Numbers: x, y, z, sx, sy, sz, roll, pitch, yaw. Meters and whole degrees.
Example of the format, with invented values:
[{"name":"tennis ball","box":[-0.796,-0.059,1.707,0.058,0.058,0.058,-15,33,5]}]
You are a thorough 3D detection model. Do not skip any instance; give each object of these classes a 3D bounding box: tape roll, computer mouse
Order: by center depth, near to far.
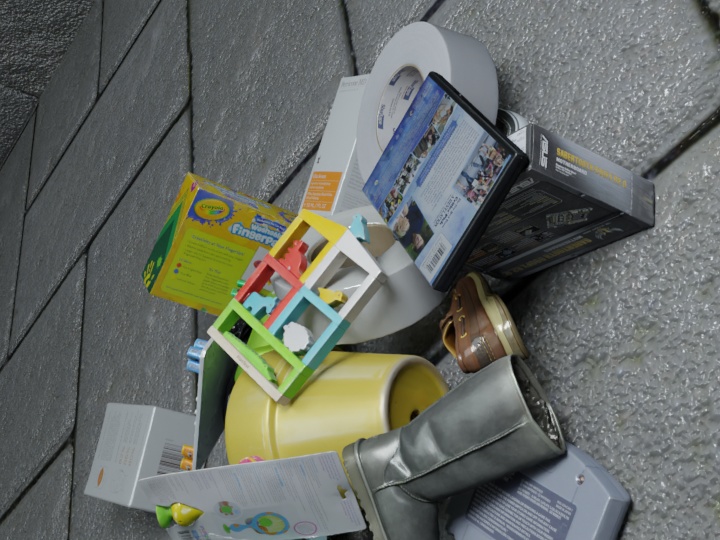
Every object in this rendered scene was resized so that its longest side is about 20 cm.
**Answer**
[{"name":"tape roll","box":[0.071,-0.174,1.210,0.200,0.066,0.201,-26,60,57]},{"name":"tape roll","box":[0.000,0.000,1.211,0.202,0.202,0.071,37,149,59]},{"name":"computer mouse","box":[-0.153,0.146,1.476,0.140,0.046,0.201,-41,-47,-68]}]

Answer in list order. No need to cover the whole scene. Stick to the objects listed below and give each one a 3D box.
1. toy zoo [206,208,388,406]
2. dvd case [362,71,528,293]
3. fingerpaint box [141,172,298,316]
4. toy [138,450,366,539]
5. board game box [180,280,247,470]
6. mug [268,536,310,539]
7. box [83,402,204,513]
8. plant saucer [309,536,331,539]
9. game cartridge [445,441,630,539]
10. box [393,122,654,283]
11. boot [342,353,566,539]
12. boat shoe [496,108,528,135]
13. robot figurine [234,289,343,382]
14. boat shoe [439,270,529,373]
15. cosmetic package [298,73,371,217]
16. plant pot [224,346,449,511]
[{"name":"toy zoo","box":[-0.058,0.024,1.112,0.131,0.020,0.200,38,91,36]},{"name":"dvd case","box":[0.072,-0.088,0.999,0.143,0.018,0.200,-59,32,18]},{"name":"fingerpaint box","box":[-0.181,-0.022,1.512,0.167,0.200,0.073,-63,30,13]},{"name":"toy","box":[-0.104,0.217,1.058,0.199,0.115,0.047,-12,37,9]},{"name":"board game box","box":[-0.191,0.139,1.443,0.200,0.026,0.200,-63,-16,-59]},{"name":"mug","box":[-0.071,0.336,1.114,0.185,0.152,0.115,6,74,41]},{"name":"box","box":[-0.328,0.291,1.660,0.200,0.106,0.153,-7,67,57]},{"name":"plant saucer","box":[-0.081,0.358,1.283,0.201,0.039,0.201,-37,43,44]},{"name":"game cartridge","box":[0.158,0.216,0.979,0.200,0.041,0.133,23,96,60]},{"name":"box","box":[0.152,-0.057,1.026,0.200,0.158,0.048,-27,52,51]},{"name":"boot","box":[0.098,0.194,0.983,0.200,0.073,0.182,-27,91,18]},{"name":"boat shoe","box":[0.122,-0.167,1.242,0.200,0.057,0.069,34,102,60]},{"name":"robot figurine","box":[-0.087,0.104,1.364,0.175,0.115,0.200,-49,-19,-86]},{"name":"boat shoe","box":[0.109,0.052,1.059,0.067,0.072,0.200,-27,12,2]},{"name":"cosmetic package","box":[-0.004,-0.154,1.428,0.101,0.071,0.200,9,80,60]},{"name":"plant pot","box":[-0.009,0.169,1.142,0.189,0.201,0.201,-14,60,37]}]
